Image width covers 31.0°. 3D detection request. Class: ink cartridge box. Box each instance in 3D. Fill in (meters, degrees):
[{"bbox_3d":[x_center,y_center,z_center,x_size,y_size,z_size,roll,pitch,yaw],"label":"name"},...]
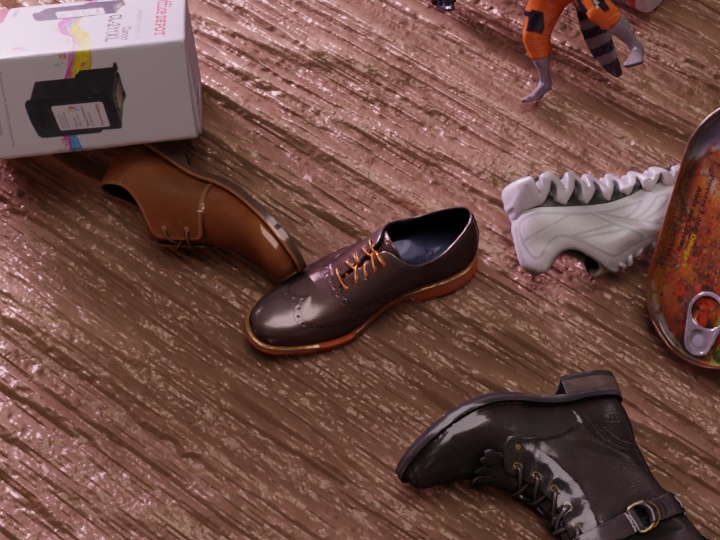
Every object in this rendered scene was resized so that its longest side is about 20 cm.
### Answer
[{"bbox_3d":[-0.231,-0.159,1.050,0.197,0.084,0.146,-7,27,-4],"label":"ink cartridge box"}]

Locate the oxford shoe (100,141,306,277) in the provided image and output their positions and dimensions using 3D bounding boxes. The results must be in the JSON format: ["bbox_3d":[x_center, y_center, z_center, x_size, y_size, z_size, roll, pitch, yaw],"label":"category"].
[{"bbox_3d":[-0.126,-0.038,1.026,0.199,0.072,0.071,30,68,29],"label":"oxford shoe"}]

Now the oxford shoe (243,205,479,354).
[{"bbox_3d":[0.000,0.000,0.997,0.198,0.073,0.072,-25,63,-14],"label":"oxford shoe"}]

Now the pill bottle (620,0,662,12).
[{"bbox_3d":[0.197,-0.324,1.163,0.198,0.114,0.114,31,64,17],"label":"pill bottle"}]

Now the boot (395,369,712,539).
[{"bbox_3d":[0.140,0.168,0.904,0.197,0.070,0.176,-16,61,-12],"label":"boot"}]

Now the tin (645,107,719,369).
[{"bbox_3d":[0.282,-0.026,0.961,0.042,0.203,0.111,-3,23,-46],"label":"tin"}]

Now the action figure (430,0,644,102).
[{"bbox_3d":[0.151,-0.248,1.109,0.104,0.199,0.196,-15,91,-34],"label":"action figure"}]

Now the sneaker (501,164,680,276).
[{"bbox_3d":[0.211,-0.038,1.031,0.197,0.075,0.082,-5,79,-6],"label":"sneaker"}]
